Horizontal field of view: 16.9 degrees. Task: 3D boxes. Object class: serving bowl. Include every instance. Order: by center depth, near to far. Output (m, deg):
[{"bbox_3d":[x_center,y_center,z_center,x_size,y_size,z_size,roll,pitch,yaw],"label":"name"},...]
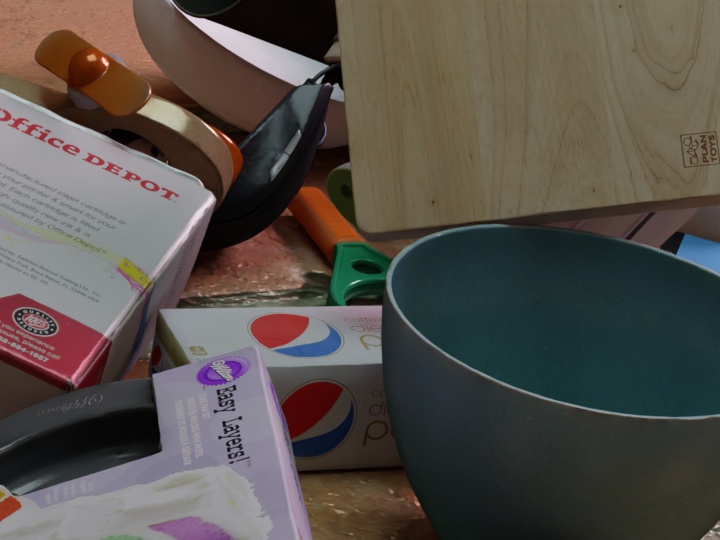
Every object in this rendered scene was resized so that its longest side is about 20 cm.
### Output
[{"bbox_3d":[-0.072,-0.142,1.641,0.199,0.066,0.200,26,23,-12],"label":"serving bowl"}]

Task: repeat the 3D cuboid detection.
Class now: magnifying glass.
[{"bbox_3d":[0.000,0.000,1.446,0.079,0.022,0.200,-1,28,-23],"label":"magnifying glass"}]

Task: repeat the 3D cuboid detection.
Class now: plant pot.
[{"bbox_3d":[0.099,0.080,1.163,0.199,0.135,0.200,8,24,-4],"label":"plant pot"}]

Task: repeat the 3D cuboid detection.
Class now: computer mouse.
[{"bbox_3d":[-0.033,-0.084,1.440,0.046,0.140,0.200,42,61,0],"label":"computer mouse"}]

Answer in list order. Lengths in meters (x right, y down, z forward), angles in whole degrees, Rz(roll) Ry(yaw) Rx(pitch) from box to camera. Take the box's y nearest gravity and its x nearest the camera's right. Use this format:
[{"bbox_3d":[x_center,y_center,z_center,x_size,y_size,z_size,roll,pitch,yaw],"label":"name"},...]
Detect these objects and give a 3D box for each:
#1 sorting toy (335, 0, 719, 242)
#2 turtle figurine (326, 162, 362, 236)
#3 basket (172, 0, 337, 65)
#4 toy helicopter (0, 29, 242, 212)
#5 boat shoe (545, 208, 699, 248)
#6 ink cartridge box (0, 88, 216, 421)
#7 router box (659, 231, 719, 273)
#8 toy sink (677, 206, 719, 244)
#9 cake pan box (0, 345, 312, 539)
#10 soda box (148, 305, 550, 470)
[{"bbox_3d":[0.090,-0.117,1.271,0.198,0.201,0.070,-6,-14,4],"label":"sorting toy"},{"bbox_3d":[0.087,-0.073,1.402,0.144,0.201,0.194,-11,15,44],"label":"turtle figurine"},{"bbox_3d":[-0.007,-0.194,1.582,0.199,0.136,0.180,22,16,-31],"label":"basket"},{"bbox_3d":[-0.164,-0.086,1.344,0.199,0.132,0.079,20,61,13],"label":"toy helicopter"},{"bbox_3d":[0.122,-0.032,1.335,0.086,0.202,0.075,44,21,-1],"label":"boat shoe"},{"bbox_3d":[-0.178,0.007,1.221,0.145,0.083,0.200,25,33,5],"label":"ink cartridge box"},{"bbox_3d":[0.209,0.043,1.389,0.148,0.051,0.200,15,24,6],"label":"router box"},{"bbox_3d":[0.173,-0.072,1.560,0.199,0.113,0.130,24,27,16],"label":"toy sink"},{"bbox_3d":[-0.114,0.115,1.025,0.183,0.053,0.200,-14,26,0],"label":"cake pan box"},{"bbox_3d":[-0.007,0.060,1.254,0.199,0.064,0.068,-1,26,-23],"label":"soda box"}]
